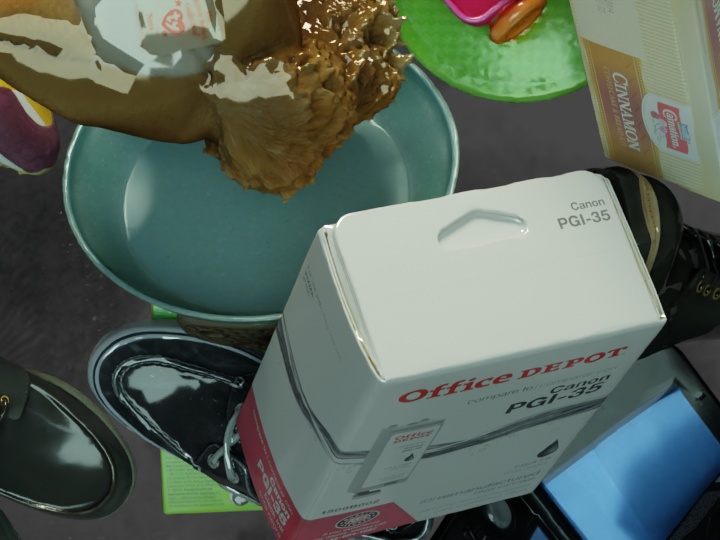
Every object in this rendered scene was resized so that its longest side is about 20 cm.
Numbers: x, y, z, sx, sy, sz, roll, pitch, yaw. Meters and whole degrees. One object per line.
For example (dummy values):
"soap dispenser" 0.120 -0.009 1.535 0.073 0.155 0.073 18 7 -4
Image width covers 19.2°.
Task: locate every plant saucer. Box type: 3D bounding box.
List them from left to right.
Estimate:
"plant saucer" -0.049 -0.045 1.075 0.200 0.200 0.036 -4 141 2

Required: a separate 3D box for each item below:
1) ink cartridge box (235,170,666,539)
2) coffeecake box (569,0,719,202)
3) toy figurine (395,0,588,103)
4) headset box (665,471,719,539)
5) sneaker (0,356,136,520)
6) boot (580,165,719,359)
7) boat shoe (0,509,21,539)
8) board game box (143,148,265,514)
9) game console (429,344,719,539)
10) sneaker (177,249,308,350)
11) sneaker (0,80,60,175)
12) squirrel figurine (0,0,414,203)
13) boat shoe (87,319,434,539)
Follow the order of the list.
"ink cartridge box" 0.036 0.047 1.004 0.146 0.200 0.083 -11 65 -21
"coffeecake box" 0.185 -0.159 0.998 0.073 0.154 0.200 24 62 32
"toy figurine" 0.089 -0.183 1.007 0.200 0.184 0.150 -40 82 4
"headset box" 0.274 0.169 1.117 0.200 0.075 0.149 45 73 -7
"sneaker" -0.214 0.082 1.117 0.200 0.106 0.075 31 100 -5
"boot" 0.176 -0.007 1.061 0.138 0.200 0.078 -4 76 -2
"boat shoe" -0.207 0.178 1.155 0.202 0.074 0.065 39 122 -13
"board game box" -0.064 0.031 1.146 0.095 0.030 0.200 -2 104 0
"game console" 0.152 0.170 1.127 0.119 0.172 0.200 -33 99 34
"sneaker" 0.000 0.000 1.111 0.200 0.070 0.076 0 79 -19
"sneaker" -0.192 -0.147 1.090 0.090 0.075 0.200 -27 100 11
"squirrel figurine" -0.076 -0.126 1.038 0.200 0.187 0.142 39 101 -13
"boat shoe" -0.051 0.089 1.110 0.200 0.068 0.072 29 100 -6
